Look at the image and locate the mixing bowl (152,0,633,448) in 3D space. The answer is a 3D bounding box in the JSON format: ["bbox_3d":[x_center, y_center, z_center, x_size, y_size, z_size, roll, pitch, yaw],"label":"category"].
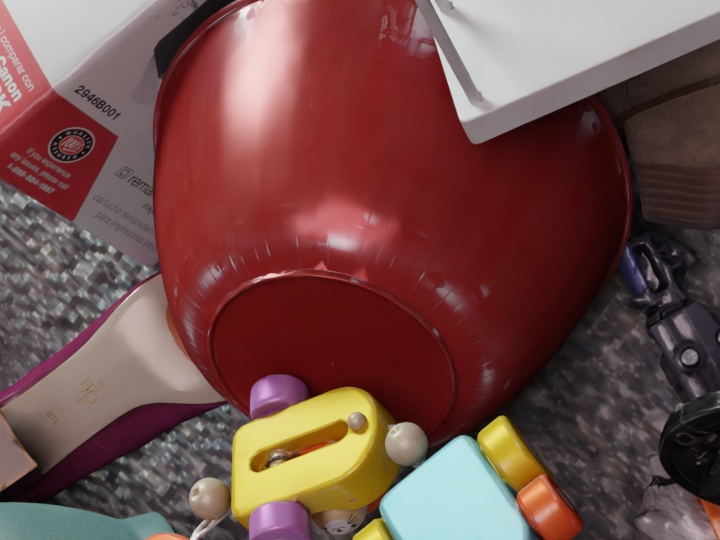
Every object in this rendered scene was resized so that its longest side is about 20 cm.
[{"bbox_3d":[0.000,0.000,0.771,0.198,0.201,0.109,2,44,16],"label":"mixing bowl"}]

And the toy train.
[{"bbox_3d":[-0.010,0.115,0.694,0.199,0.056,0.151,3,59,38],"label":"toy train"}]

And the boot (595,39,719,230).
[{"bbox_3d":[0.081,-0.096,0.805,0.199,0.070,0.147,6,116,32],"label":"boot"}]

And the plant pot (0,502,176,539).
[{"bbox_3d":[-0.121,0.181,0.833,0.133,0.200,0.202,-21,79,-15],"label":"plant pot"}]

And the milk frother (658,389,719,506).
[{"bbox_3d":[0.195,-0.025,0.704,0.199,0.189,0.181,-18,118,41],"label":"milk frother"}]

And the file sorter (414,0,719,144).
[{"bbox_3d":[0.059,-0.176,0.687,0.138,0.125,0.201,-23,50,11],"label":"file sorter"}]

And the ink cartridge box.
[{"bbox_3d":[-0.066,-0.111,0.843,0.200,0.144,0.084,-39,60,9],"label":"ink cartridge box"}]

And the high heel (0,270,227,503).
[{"bbox_3d":[-0.105,0.049,0.908,0.199,0.096,0.068,-26,86,-10],"label":"high heel"}]

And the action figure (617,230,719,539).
[{"bbox_3d":[0.181,0.047,0.790,0.193,0.105,0.201,-36,83,-2],"label":"action figure"}]
